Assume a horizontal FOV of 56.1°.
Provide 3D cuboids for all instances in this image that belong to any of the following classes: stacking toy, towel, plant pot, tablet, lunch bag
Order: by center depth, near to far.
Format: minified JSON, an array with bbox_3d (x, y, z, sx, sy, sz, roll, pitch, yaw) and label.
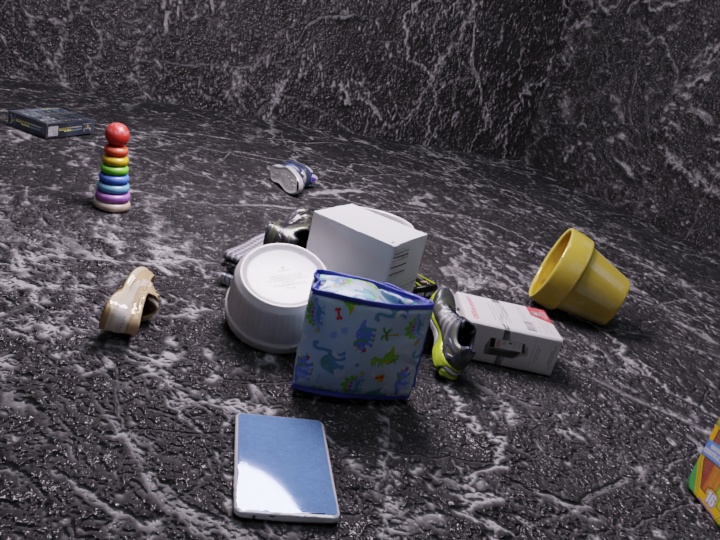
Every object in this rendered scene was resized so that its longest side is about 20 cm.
[{"bbox_3d":[-0.100,0.251,0.877,0.128,0.014,0.200,9,20,-13],"label":"tablet"},{"bbox_3d":[0.004,0.108,1.075,0.197,0.173,0.128,12,18,-3],"label":"lunch bag"},{"bbox_3d":[-0.176,-0.010,1.405,0.164,0.087,0.200,21,21,19],"label":"towel"},{"bbox_3d":[-0.571,-0.243,1.578,0.084,0.203,0.086,12,20,-5],"label":"stacking toy"},{"bbox_3d":[0.545,0.029,1.660,0.187,0.203,0.201,31,22,4],"label":"plant pot"}]

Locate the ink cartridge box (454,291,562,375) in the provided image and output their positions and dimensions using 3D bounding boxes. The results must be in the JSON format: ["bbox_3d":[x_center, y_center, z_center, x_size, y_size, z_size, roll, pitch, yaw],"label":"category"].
[{"bbox_3d":[0.285,0.125,1.365,0.197,0.084,0.147,12,20,-5],"label":"ink cartridge box"}]

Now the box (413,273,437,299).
[{"bbox_3d":[0.042,0.019,1.535,0.191,0.048,0.199,-5,27,-47],"label":"box"}]

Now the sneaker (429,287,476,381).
[{"bbox_3d":[0.177,0.107,1.257,0.073,0.081,0.202,29,37,-30],"label":"sneaker"}]

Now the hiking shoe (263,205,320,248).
[{"bbox_3d":[-0.117,-0.074,1.412,0.100,0.077,0.200,27,31,17],"label":"hiking shoe"}]

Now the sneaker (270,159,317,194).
[{"bbox_3d":[-0.186,-0.296,2.149,0.145,0.082,0.199,-5,22,-33],"label":"sneaker"}]

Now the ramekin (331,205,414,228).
[{"bbox_3d":[0.015,-0.066,1.523,0.197,0.107,0.201,12,19,-4],"label":"ramekin"}]

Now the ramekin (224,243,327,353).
[{"bbox_3d":[-0.139,0.039,1.193,0.199,0.095,0.204,8,42,-7],"label":"ramekin"}]

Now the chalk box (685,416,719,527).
[{"bbox_3d":[0.600,0.283,0.994,0.122,0.203,0.125,11,20,-9],"label":"chalk box"}]

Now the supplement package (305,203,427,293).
[{"bbox_3d":[0.000,0.000,1.330,0.189,0.203,0.146,25,23,25],"label":"supplement package"}]

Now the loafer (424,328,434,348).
[{"bbox_3d":[0.084,0.123,1.280,0.062,0.073,0.198,5,4,39],"label":"loafer"}]

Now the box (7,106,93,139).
[{"bbox_3d":[-0.960,-0.462,2.104,0.156,0.052,0.200,20,22,15],"label":"box"}]

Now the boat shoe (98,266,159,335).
[{"bbox_3d":[-0.374,0.056,1.134,0.068,0.074,0.201,23,20,-9],"label":"boat shoe"}]
